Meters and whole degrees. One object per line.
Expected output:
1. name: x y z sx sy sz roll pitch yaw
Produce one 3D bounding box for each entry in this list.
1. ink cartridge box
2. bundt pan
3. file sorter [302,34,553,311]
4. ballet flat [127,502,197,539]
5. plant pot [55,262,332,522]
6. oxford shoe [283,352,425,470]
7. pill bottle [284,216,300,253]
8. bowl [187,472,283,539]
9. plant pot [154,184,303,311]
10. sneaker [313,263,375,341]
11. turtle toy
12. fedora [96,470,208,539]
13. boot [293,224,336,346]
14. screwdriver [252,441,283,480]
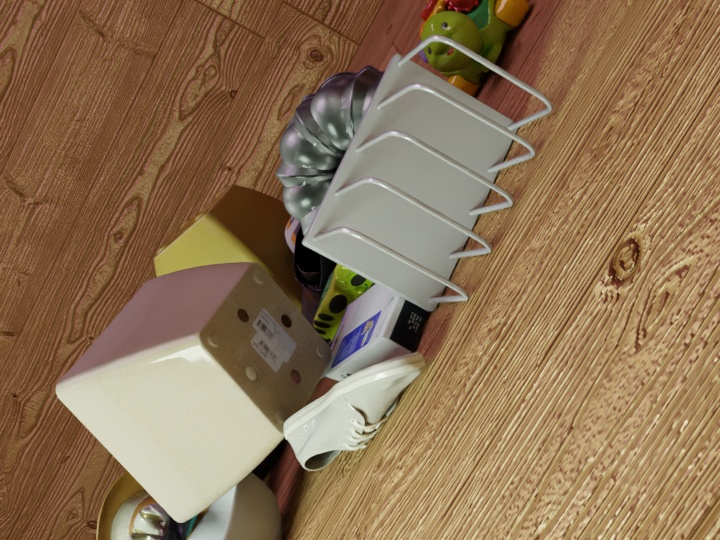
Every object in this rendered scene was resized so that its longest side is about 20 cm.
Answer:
1. ink cartridge box: 0.018 0.057 1.096 0.100 0.039 0.200 -67 13 -23
2. bundt pan: 0.003 -0.100 1.074 0.202 0.201 0.076 -59 -7 20
3. file sorter: 0.064 -0.086 0.953 0.201 0.138 0.124 -65 13 -11
4. ballet flat: -0.214 0.289 1.158 0.073 0.073 0.200 -59 11 20
5. plant pot: -0.151 0.106 1.117 0.177 0.200 0.200 -27 20 38
6. oxford shoe: -0.002 0.129 0.974 0.200 0.075 0.058 -41 64 44
7. pill bottle: -0.007 -0.098 1.398 0.200 0.116 0.117 -56 12 29
8. bowl: -0.147 0.330 1.117 0.200 0.074 0.200 -57 11 31
9. plant pot: -0.167 0.000 1.501 0.194 0.200 0.196 -36 12 28
10. sneaker: 0.000 0.000 1.226 0.200 0.074 0.084 -54 17 43
11. turtle toy: 0.121 -0.283 1.269 0.146 0.101 0.200 -57 11 28
12. fedora: -0.219 0.318 1.286 0.082 0.201 0.201 -17 38 34
13. boot: -0.059 0.015 1.325 0.097 0.074 0.201 -13 -60 -58
14. screwdriver: -0.087 0.178 1.368 0.201 0.028 0.029 -60 -20 -20
